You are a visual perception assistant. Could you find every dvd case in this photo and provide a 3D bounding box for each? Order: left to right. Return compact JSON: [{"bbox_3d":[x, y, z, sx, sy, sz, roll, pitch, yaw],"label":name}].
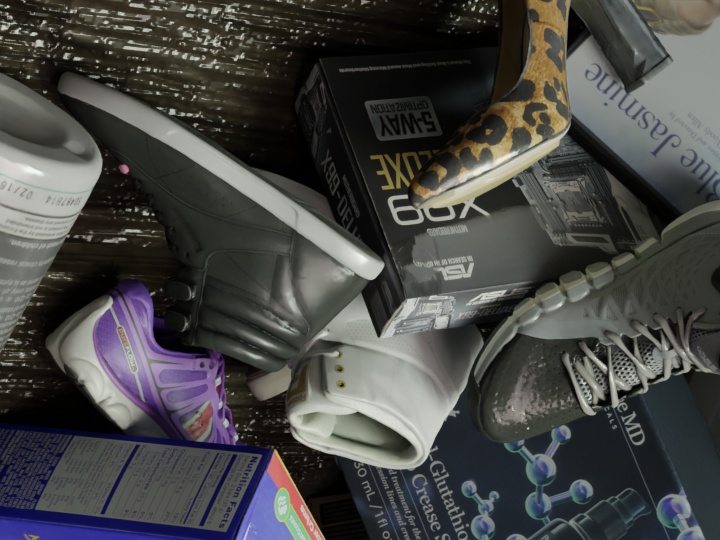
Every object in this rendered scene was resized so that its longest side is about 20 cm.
[{"bbox_3d":[0.213,-0.125,1.163,0.200,0.143,0.018,-46,175,-16],"label":"dvd case"}]

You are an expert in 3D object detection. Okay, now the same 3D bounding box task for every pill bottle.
[{"bbox_3d":[-0.227,0.000,1.027,0.113,0.113,0.200,17,112,-39],"label":"pill bottle"}]

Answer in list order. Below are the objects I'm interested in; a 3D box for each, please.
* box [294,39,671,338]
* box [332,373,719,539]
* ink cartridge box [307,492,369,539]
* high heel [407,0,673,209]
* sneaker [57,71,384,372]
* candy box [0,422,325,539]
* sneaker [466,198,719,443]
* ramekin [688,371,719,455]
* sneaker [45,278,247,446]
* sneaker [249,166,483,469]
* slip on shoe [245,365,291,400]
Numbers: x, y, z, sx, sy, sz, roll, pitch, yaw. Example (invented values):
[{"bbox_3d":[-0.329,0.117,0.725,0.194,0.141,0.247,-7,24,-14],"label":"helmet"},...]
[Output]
[{"bbox_3d":[0.078,-0.051,1.143,0.200,0.158,0.050,-7,153,-27],"label":"box"},{"bbox_3d":[0.109,0.131,1.201,0.200,0.149,0.107,-26,171,22],"label":"box"},{"bbox_3d":[0.056,0.237,1.374,0.164,0.075,0.200,-7,132,3],"label":"ink cartridge box"},{"bbox_3d":[0.068,-0.127,1.091,0.200,0.143,0.071,-35,-178,-30],"label":"high heel"},{"bbox_3d":[-0.096,-0.021,1.056,0.200,0.071,0.099,34,95,0],"label":"sneaker"},{"bbox_3d":[-0.121,0.173,1.172,0.169,0.200,0.077,67,36,-44],"label":"candy box"},{"bbox_3d":[0.155,0.040,1.060,0.200,0.116,0.075,-36,120,-4],"label":"sneaker"},{"bbox_3d":[0.285,0.105,1.273,0.098,0.201,0.201,25,109,-17],"label":"ramekin"},{"bbox_3d":[-0.102,0.080,1.193,0.083,0.081,0.200,-43,135,-5],"label":"sneaker"},{"bbox_3d":[-0.029,0.029,1.115,0.200,0.116,0.074,34,134,-5],"label":"sneaker"},{"bbox_3d":[0.000,0.000,1.208,0.200,0.076,0.061,-40,92,15],"label":"slip on shoe"}]
